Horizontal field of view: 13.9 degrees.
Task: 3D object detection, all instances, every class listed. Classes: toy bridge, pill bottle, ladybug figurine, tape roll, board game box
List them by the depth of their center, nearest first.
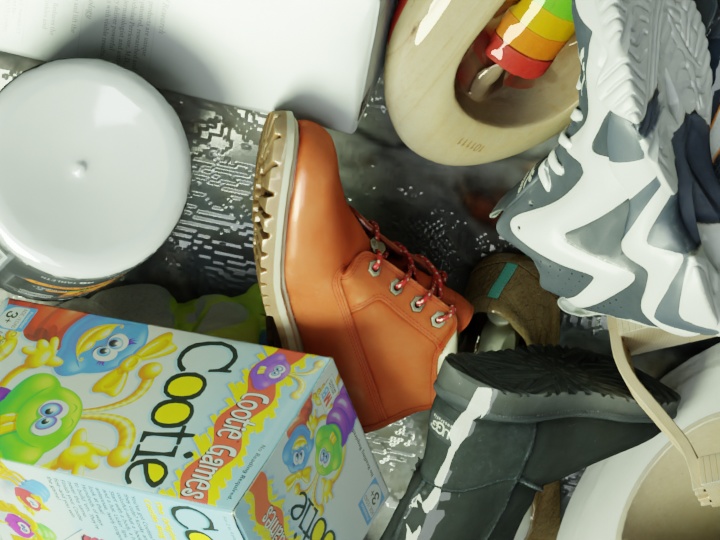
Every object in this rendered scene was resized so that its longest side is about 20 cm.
[{"bbox_3d":[0.084,-0.139,1.434,0.136,0.072,0.200,19,123,-40],"label":"ladybug figurine"},{"bbox_3d":[-0.105,0.097,1.454,0.199,0.103,0.105,10,140,31],"label":"board game box"},{"bbox_3d":[0.157,0.023,1.459,0.067,0.201,0.027,-14,149,14],"label":"toy bridge"},{"bbox_3d":[-0.148,-0.040,1.460,0.106,0.200,0.107,1,86,-11],"label":"pill bottle"},{"bbox_3d":[0.189,0.131,1.475,0.071,0.203,0.202,37,116,-26],"label":"tape roll"}]

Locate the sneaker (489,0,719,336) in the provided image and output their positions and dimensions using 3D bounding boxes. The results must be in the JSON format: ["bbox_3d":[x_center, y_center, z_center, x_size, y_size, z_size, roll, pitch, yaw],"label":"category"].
[{"bbox_3d":[0.106,-0.060,1.415,0.129,0.080,0.200,-4,120,38],"label":"sneaker"}]

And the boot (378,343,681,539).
[{"bbox_3d":[0.067,0.139,1.489,0.066,0.164,0.201,34,112,43],"label":"boot"}]

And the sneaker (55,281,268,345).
[{"bbox_3d":[-0.082,0.062,1.563,0.199,0.076,0.105,-7,113,11],"label":"sneaker"}]

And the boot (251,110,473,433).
[{"bbox_3d":[0.000,0.000,1.453,0.107,0.075,0.200,-6,132,3],"label":"boot"}]

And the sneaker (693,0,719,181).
[{"bbox_3d":[0.193,-0.128,1.426,0.079,0.078,0.201,17,103,16],"label":"sneaker"}]

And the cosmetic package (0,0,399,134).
[{"bbox_3d":[-0.081,-0.145,1.449,0.199,0.113,0.081,11,122,3],"label":"cosmetic package"}]

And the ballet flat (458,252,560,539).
[{"bbox_3d":[0.071,0.090,1.550,0.068,0.072,0.201,13,117,19],"label":"ballet flat"}]
